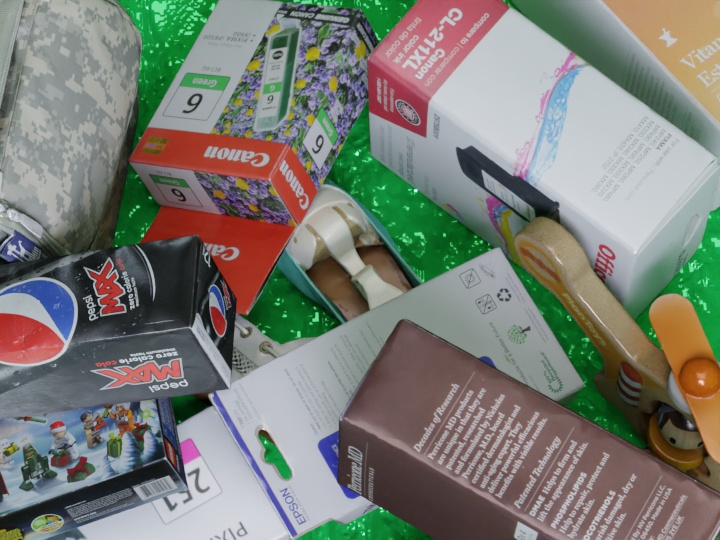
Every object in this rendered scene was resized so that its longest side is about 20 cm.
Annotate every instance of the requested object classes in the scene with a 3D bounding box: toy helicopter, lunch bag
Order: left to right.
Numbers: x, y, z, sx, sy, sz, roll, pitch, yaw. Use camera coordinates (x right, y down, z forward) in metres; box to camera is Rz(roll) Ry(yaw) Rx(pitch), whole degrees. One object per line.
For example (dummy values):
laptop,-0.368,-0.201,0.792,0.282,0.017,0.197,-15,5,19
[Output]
lunch bag,-0.210,-0.080,1.561,0.139,0.168,0.201,9,68,4
toy helicopter,0.159,0.051,1.498,0.079,0.132,0.200,-42,99,-16

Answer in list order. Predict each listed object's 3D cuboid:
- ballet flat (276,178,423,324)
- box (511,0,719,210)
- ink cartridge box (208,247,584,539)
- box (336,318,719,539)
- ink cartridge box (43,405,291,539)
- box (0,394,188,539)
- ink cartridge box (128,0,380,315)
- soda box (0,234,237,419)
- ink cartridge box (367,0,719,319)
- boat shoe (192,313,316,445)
ballet flat,0.000,0.000,1.580,0.067,0.070,0.200,-36,71,-13
box,0.212,-0.169,1.631,0.152,0.106,0.200,-38,72,-14
ink cartridge box,0.019,0.073,1.496,0.199,0.039,0.100,-25,76,-20
box,0.088,0.116,1.384,0.200,0.100,0.075,30,68,13
ink cartridge box,-0.126,0.201,1.512,0.200,0.044,0.174,-29,69,-11
box,-0.206,0.094,1.516,0.199,0.040,0.137,-20,52,7
ink cartridge box,-0.075,-0.073,1.591,0.109,0.050,0.200,9,58,32
soda box,-0.173,0.036,1.473,0.199,0.071,0.064,-9,55,15
ink cartridge box,0.106,-0.068,1.567,0.200,0.146,0.083,38,73,15
boat shoe,-0.036,0.068,1.551,0.200,0.071,0.069,32,73,14
